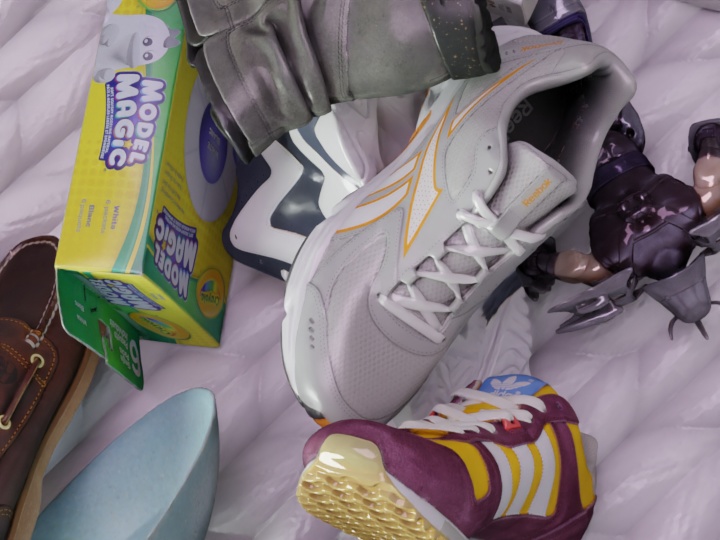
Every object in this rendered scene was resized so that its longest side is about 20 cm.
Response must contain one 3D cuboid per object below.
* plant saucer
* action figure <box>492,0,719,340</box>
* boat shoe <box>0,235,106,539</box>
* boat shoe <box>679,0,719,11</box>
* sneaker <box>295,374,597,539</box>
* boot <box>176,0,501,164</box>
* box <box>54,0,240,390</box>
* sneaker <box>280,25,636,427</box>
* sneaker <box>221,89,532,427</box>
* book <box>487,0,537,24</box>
[{"bbox_3d":[-0.118,0.138,0.936,0.039,0.201,0.201,42,84,-14],"label":"plant saucer"},{"bbox_3d":[0.110,-0.054,0.991,0.130,0.069,0.200,-28,71,-4],"label":"action figure"},{"bbox_3d":[-0.171,0.059,0.987,0.070,0.070,0.200,-17,45,33],"label":"boat shoe"},{"bbox_3d":[0.146,-0.174,1.018,0.200,0.069,0.072,17,77,18],"label":"boat shoe"},{"bbox_3d":[0.041,0.077,0.891,0.075,0.200,0.090,14,77,28],"label":"sneaker"},{"bbox_3d":[-0.024,-0.149,0.925,0.130,0.068,0.200,-16,62,8],"label":"boot"},{"bbox_3d":[-0.090,-0.051,1.008,0.048,0.117,0.200,6,74,16],"label":"box"},{"bbox_3d":[0.041,-0.020,0.893,0.092,0.076,0.200,5,62,61],"label":"sneaker"},{"bbox_3d":[0.000,0.000,0.999,0.079,0.130,0.199,-30,104,-28],"label":"sneaker"},{"bbox_3d":[0.009,-0.205,1.001,0.200,0.048,0.134,20,78,15],"label":"book"}]
